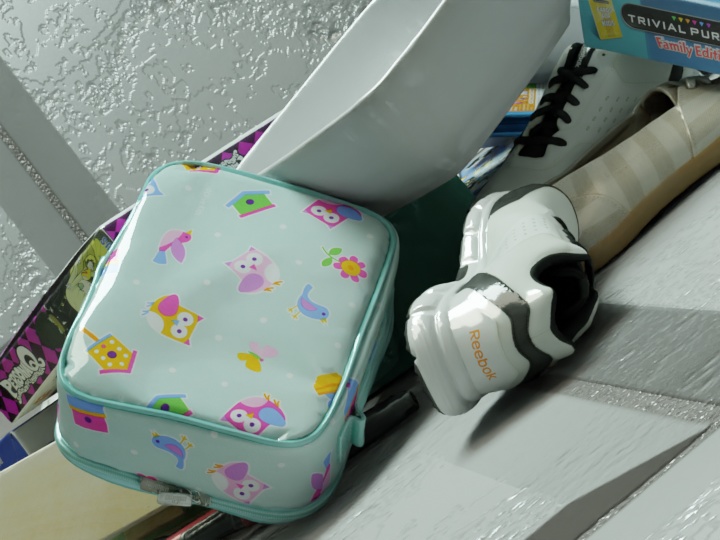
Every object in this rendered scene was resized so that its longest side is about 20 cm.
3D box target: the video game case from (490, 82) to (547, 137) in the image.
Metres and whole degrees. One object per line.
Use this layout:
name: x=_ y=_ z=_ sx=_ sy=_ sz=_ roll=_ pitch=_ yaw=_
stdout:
video game case: x=0.101 y=-0.100 z=1.734 sx=0.199 sy=0.018 sz=0.143 roll=-1 pitch=11 yaw=5

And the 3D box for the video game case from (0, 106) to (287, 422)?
video game case: x=-0.118 y=-0.008 z=1.660 sx=0.200 sy=0.036 sz=0.181 roll=-36 pitch=-8 yaw=-45

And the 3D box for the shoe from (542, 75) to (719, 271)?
shoe: x=0.163 y=-0.071 z=1.510 sx=0.200 sy=0.053 sz=0.070 roll=-41 pitch=7 yaw=-27

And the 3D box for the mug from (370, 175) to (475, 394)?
mug: x=0.007 y=-0.006 z=1.649 sx=0.152 sy=0.115 sz=0.185 roll=-39 pitch=5 yaw=-14

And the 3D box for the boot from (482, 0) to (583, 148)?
boot: x=0.100 y=-0.163 z=1.826 sx=0.200 sy=0.073 sz=0.096 roll=134 pitch=141 yaw=-59

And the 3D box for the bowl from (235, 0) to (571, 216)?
bowl: x=0.032 y=-0.105 z=1.547 sx=0.200 sy=0.075 sz=0.200 roll=-55 pitch=14 yaw=-29

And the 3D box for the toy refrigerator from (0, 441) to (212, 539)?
toy refrigerator: x=-0.130 y=0.121 z=1.551 sx=0.199 sy=0.070 sz=0.076 roll=-29 pitch=-16 yaw=12

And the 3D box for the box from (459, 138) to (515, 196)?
box: x=0.101 y=-0.058 z=1.845 sx=0.137 sy=0.040 sz=0.200 roll=-35 pitch=6 yaw=13

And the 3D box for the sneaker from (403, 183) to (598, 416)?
sneaker: x=0.087 y=0.009 z=1.365 sx=0.080 sy=0.074 sz=0.200 roll=-19 pitch=18 yaw=23

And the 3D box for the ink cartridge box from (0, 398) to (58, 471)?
ink cartridge box: x=-0.147 y=0.079 z=1.745 sx=0.200 sy=0.044 sz=0.094 roll=-36 pitch=-2 yaw=-33

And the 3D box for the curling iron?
curling iron: x=-0.052 y=0.117 z=1.493 sx=0.200 sy=0.026 sz=0.050 roll=-36 pitch=3 yaw=19

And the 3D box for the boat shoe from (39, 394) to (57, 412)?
boat shoe: x=-0.185 y=0.111 z=1.834 sx=0.201 sy=0.072 sz=0.066 roll=-65 pitch=12 yaw=-14

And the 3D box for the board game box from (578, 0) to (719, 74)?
board game box: x=0.237 y=-0.179 z=1.548 sx=0.150 sy=0.047 sz=0.200 roll=16 pitch=43 yaw=35

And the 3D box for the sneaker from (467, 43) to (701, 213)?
sneaker: x=0.119 y=-0.081 z=1.576 sx=0.073 sy=0.080 sz=0.200 roll=9 pitch=42 yaw=41

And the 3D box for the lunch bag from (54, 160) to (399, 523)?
lunch bag: x=-0.064 y=0.040 z=1.452 sx=0.077 sy=0.160 sz=0.200 roll=100 pitch=-172 yaw=-45
